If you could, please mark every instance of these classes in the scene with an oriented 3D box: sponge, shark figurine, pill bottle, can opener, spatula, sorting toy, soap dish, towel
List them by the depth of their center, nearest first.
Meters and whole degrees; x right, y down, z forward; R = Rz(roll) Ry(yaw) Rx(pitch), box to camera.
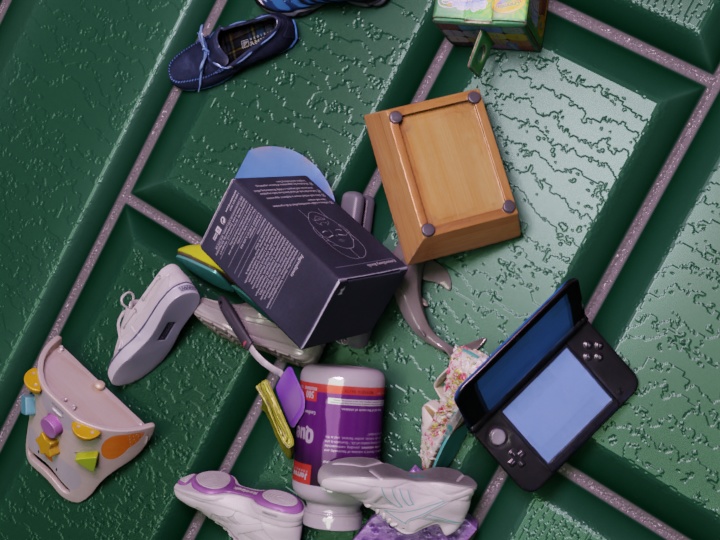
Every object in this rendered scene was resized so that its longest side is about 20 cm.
[{"bbox_3d":[0.106,-0.124,1.349,0.155,0.081,0.203,-14,80,-12],"label":"soap dish"},{"bbox_3d":[-0.107,0.194,1.367,0.018,0.200,0.087,-22,78,-9],"label":"towel"},{"bbox_3d":[0.070,0.030,1.377,0.127,0.089,0.217,-19,79,17],"label":"shark figurine"},{"bbox_3d":[0.046,0.361,1.379,0.111,0.030,0.201,40,98,3],"label":"sponge"},{"bbox_3d":[-0.029,0.223,1.380,0.111,0.112,0.203,3,87,18],"label":"pill bottle"},{"bbox_3d":[-0.129,0.109,1.390,0.201,0.020,0.057,51,134,19],"label":"spatula"},{"bbox_3d":[0.000,0.000,1.414,0.066,0.053,0.203,6,87,33],"label":"can opener"},{"bbox_3d":[-0.412,0.232,1.515,0.199,0.107,0.181,38,124,16],"label":"sorting toy"}]

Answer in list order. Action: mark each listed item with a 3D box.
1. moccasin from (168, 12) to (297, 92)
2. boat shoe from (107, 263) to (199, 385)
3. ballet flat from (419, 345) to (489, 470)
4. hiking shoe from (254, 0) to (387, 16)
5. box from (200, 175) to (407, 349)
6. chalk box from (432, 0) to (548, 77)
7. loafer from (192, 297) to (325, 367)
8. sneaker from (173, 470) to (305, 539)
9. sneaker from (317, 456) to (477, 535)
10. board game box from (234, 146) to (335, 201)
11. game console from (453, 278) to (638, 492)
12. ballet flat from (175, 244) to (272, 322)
[{"bbox_3d":[-0.186,-0.313,1.490,0.198,0.068,0.081,-24,79,16],"label":"moccasin"},{"bbox_3d":[-0.299,0.067,1.488,0.203,0.074,0.086,-53,57,30],"label":"boat shoe"},{"bbox_3d":[0.112,0.169,1.336,0.064,0.075,0.201,41,129,24],"label":"ballet flat"},{"bbox_3d":[-0.059,-0.390,1.446,0.197,0.087,0.076,-3,85,17],"label":"hiking shoe"},{"bbox_3d":[-0.069,-0.016,1.327,0.200,0.148,0.108,42,117,25],"label":"box"},{"bbox_3d":[0.167,-0.347,1.352,0.122,0.124,0.203,7,89,18],"label":"chalk box"},{"bbox_3d":[-0.134,0.070,1.453,0.198,0.070,0.070,18,72,20],"label":"loafer"},{"bbox_3d":[-0.167,0.330,1.436,0.198,0.075,0.101,13,108,26],"label":"sneaker"},{"bbox_3d":[0.042,0.277,1.306,0.198,0.070,0.081,11,101,-12],"label":"sneaker"},{"bbox_3d":[-0.114,-0.064,1.467,0.157,0.039,0.202,34,104,16],"label":"board game box"},{"bbox_3d":[0.222,0.138,1.262,0.200,0.118,0.171,-43,91,-7],"label":"game console"},{"bbox_3d":[-0.158,0.002,1.430,0.199,0.067,0.067,28,73,33],"label":"ballet flat"}]
